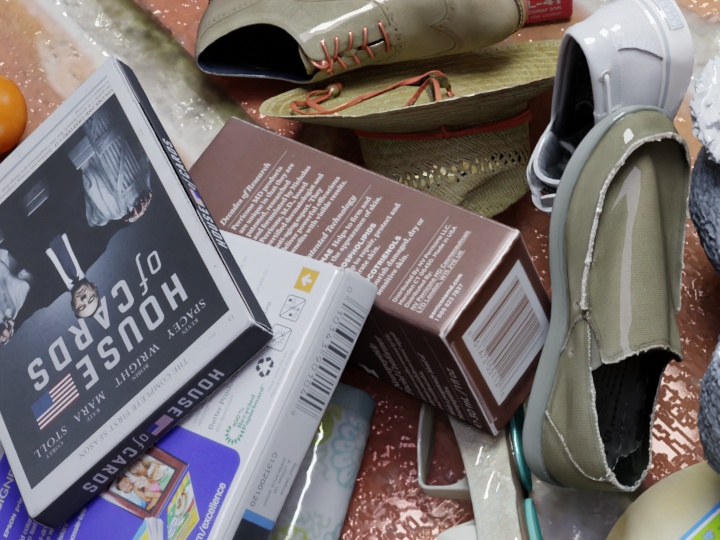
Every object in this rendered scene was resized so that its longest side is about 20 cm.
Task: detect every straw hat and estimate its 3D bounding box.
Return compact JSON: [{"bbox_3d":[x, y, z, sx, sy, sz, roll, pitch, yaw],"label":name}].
[{"bbox_3d":[0.048,-0.069,1.028,0.200,0.201,0.086,-10,103,-1],"label":"straw hat"}]

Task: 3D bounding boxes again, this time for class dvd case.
[{"bbox_3d":[-0.138,0.007,0.917,0.150,0.025,0.200,-42,51,13],"label":"dvd case"}]

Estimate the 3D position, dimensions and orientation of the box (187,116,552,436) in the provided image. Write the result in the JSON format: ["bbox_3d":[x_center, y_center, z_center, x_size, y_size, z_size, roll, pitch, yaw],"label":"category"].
[{"bbox_3d":[0.000,0.000,0.963,0.199,0.100,0.075,25,68,36],"label":"box"}]

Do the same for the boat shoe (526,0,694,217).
[{"bbox_3d":[0.120,-0.059,0.956,0.068,0.200,0.072,-19,61,-19],"label":"boat shoe"}]

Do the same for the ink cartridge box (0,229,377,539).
[{"bbox_3d":[-0.111,0.068,0.912,0.199,0.043,0.199,18,80,38],"label":"ink cartridge box"}]

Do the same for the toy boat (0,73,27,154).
[{"bbox_3d":[-0.259,-0.101,1.067,0.130,0.130,0.201,10,62,-25],"label":"toy boat"}]

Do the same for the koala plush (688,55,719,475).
[{"bbox_3d":[0.230,-0.006,0.935,0.183,0.177,0.201,-26,58,8],"label":"koala plush"}]

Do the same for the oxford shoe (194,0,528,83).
[{"bbox_3d":[-0.002,-0.136,1.062,0.199,0.071,0.075,-2,44,21],"label":"oxford shoe"}]

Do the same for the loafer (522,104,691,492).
[{"bbox_3d":[0.135,0.020,0.903,0.075,0.201,0.070,-4,18,-34],"label":"loafer"}]

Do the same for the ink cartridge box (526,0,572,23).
[{"bbox_3d":[0.079,-0.257,1.057,0.085,0.200,0.148,-2,64,3],"label":"ink cartridge box"}]

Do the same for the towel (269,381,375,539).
[{"bbox_3d":[-0.107,0.121,0.975,0.199,0.048,0.172,13,69,10],"label":"towel"}]

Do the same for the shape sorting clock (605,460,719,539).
[{"bbox_3d":[0.211,0.187,0.922,0.199,0.039,0.201,3,57,-5],"label":"shape sorting clock"}]

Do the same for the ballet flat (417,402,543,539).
[{"bbox_3d":[0.064,0.125,0.956,0.062,0.068,0.201,-13,54,9],"label":"ballet flat"}]
